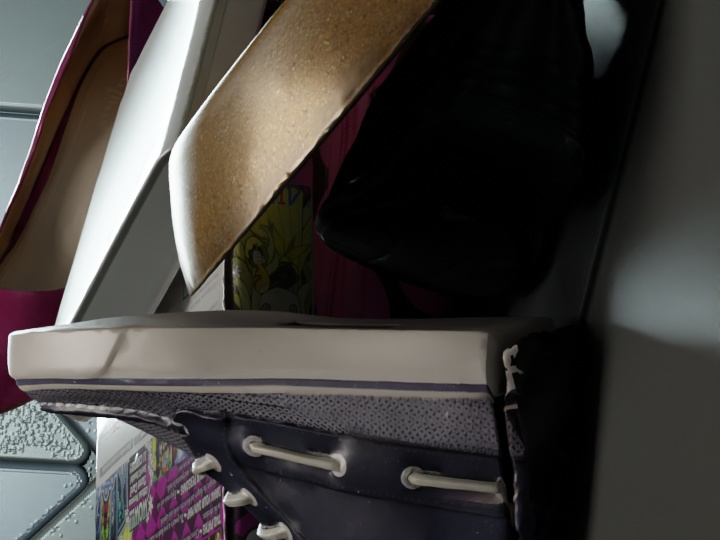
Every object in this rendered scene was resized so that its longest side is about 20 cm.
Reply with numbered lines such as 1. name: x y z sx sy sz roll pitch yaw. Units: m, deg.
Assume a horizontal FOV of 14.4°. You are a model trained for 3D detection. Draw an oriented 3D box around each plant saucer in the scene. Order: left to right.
1. plant saucer: 0.000 -0.080 0.881 0.200 0.035 0.200 -50 2 2

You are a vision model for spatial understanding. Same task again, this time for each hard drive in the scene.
1. hard drive: -0.071 -0.054 1.076 0.201 0.026 0.132 -80 17 -52

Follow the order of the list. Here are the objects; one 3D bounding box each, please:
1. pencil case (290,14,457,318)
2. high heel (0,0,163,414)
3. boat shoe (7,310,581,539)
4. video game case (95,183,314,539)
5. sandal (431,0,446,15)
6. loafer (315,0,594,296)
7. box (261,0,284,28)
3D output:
1. pencil case: 0.000 0.000 1.058 0.094 0.090 0.202 7 -96 -63
2. high heel: -0.125 -0.034 1.186 0.200 0.067 0.096 -57 -31 -37
3. boat shoe: -0.025 0.062 0.901 0.075 0.199 0.094 -8 -83 -60
4. video game case: -0.059 0.082 1.039 0.200 0.036 0.183 138 134 -66
5. sandal: 0.013 -0.130 1.126 0.048 0.075 0.202 -17 -64 -63
6. loafer: 0.036 -0.044 0.928 0.200 0.072 0.073 139 150 -69
7. box: -0.040 -0.085 1.255 0.199 0.049 0.201 162 129 -87
